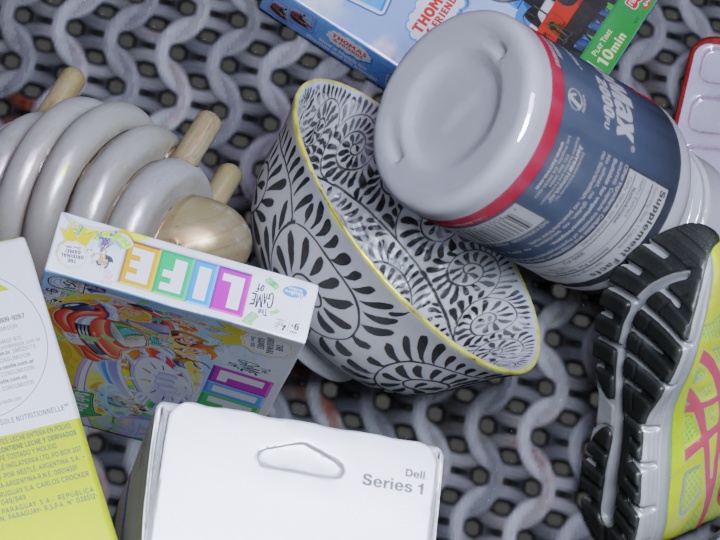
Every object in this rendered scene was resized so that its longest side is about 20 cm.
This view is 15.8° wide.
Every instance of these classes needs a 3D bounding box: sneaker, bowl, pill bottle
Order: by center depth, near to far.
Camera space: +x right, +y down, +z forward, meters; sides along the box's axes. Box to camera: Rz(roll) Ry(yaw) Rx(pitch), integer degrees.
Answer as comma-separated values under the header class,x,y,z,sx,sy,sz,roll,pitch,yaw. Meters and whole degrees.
class,x,y,z,sx,sy,sz,roll,pitch,yaw
bowl,0.000,0.000,1.444,0.094,0.201,0.201,-38,77,20
sneaker,0.182,0.063,1.452,0.090,0.200,0.078,-6,31,-26
pill bottle,0.114,-0.056,1.456,0.200,0.120,0.120,25,58,-42

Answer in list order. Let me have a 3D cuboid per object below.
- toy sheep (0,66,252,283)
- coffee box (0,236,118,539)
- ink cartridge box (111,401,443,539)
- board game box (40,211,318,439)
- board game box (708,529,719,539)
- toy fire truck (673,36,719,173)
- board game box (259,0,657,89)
class,x,y,z,sx,sy,sz,roll,pitch,yaw
toy sheep,-0.150,-0.035,1.427,0.200,0.138,0.138,17,62,25
coffee box,-0.243,0.123,1.297,0.200,0.200,0.198,-14,71,-17
ink cartridge box,-0.051,0.147,1.331,0.145,0.200,0.084,10,66,-9
board game box,-0.107,0.040,1.363,0.134,0.200,0.034,15,65,-6
board game box,0.231,0.139,1.436,0.200,0.136,0.035,-37,80,-23
toy fire truck,0.257,-0.042,1.545,0.168,0.112,0.200,8,65,19
board game box,0.063,-0.165,1.577,0.200,0.037,0.151,33,65,3
